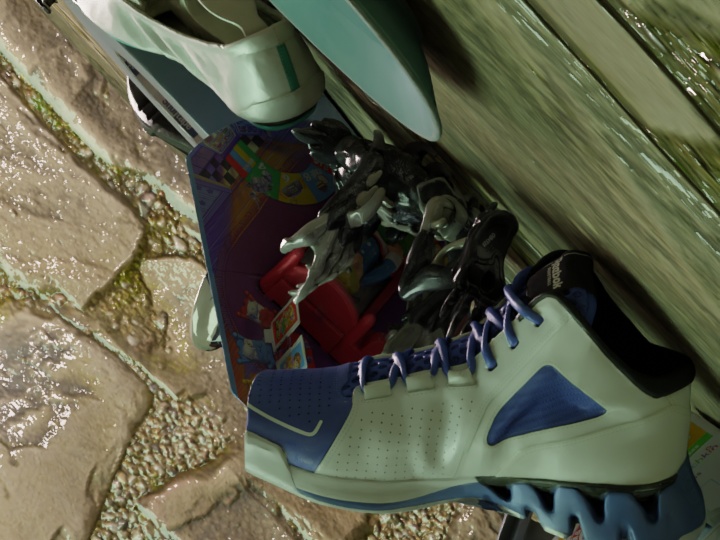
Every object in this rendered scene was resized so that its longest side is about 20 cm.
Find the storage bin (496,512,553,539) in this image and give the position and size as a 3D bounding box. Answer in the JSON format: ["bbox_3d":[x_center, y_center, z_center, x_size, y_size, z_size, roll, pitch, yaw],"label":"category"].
[{"bbox_3d":[0.172,0.264,2.424,0.134,0.146,0.200,19,174,3],"label":"storage bin"}]

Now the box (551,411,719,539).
[{"bbox_3d":[0.175,0.154,1.252,0.113,0.101,0.200,48,176,-20],"label":"box"}]

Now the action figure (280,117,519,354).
[{"bbox_3d":[0.020,-0.005,1.332,0.119,0.102,0.200,35,-178,-32],"label":"action figure"}]

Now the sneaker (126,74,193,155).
[{"bbox_3d":[-0.074,-0.075,1.847,0.199,0.076,0.114,37,165,37],"label":"sneaker"}]

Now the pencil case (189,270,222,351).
[{"bbox_3d":[-0.010,0.041,1.800,0.199,0.078,0.090,18,150,20],"label":"pencil case"}]

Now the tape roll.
[{"bbox_3d":[-0.082,-0.109,1.647,0.200,0.066,0.200,46,177,3],"label":"tape roll"}]

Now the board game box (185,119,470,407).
[{"bbox_3d":[0.000,0.000,1.422,0.157,0.039,0.201,7,-123,-33],"label":"board game box"}]

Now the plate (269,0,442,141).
[{"bbox_3d":[-0.030,-0.131,1.118,0.200,0.026,0.200,46,176,4],"label":"plate"}]

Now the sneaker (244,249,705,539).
[{"bbox_3d":[0.055,0.043,1.213,0.198,0.116,0.081,8,-159,4],"label":"sneaker"}]

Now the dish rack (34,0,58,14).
[{"bbox_3d":[-0.290,-0.292,2.149,0.153,0.055,0.200,44,175,24],"label":"dish rack"}]

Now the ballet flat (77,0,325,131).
[{"bbox_3d":[-0.086,-0.139,1.474,0.200,0.069,0.069,37,171,45],"label":"ballet flat"}]
